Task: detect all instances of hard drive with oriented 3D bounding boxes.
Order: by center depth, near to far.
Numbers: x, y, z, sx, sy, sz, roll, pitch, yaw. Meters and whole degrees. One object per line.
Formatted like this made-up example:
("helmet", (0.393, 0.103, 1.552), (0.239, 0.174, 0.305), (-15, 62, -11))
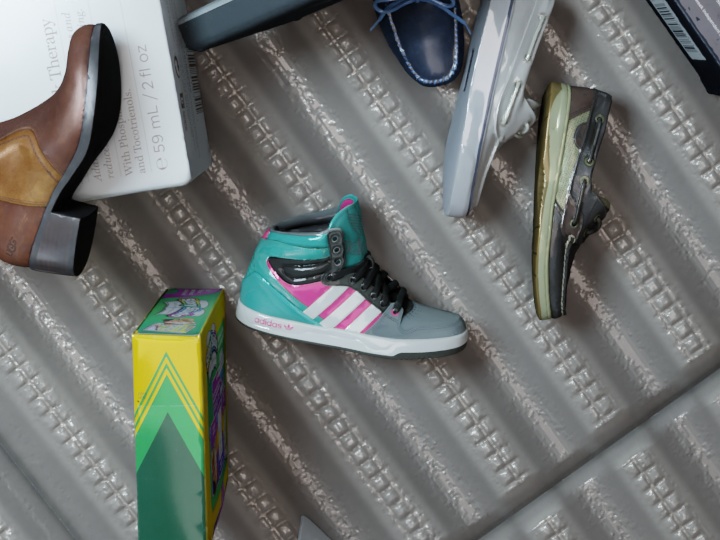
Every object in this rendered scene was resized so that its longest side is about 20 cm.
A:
("hard drive", (-0.027, -0.221, 1.111), (0.199, 0.139, 0.033), (-15, 100, 41))

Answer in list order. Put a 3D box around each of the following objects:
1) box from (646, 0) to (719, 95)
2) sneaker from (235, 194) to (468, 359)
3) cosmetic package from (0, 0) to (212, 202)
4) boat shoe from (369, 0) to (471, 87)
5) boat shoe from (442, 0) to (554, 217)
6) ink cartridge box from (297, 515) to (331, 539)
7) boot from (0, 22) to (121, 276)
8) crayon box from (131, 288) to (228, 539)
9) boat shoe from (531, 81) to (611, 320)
("box", (0.334, -0.258, 1.175), (0.200, 0.104, 0.148), (-36, 97, 4))
("sneaker", (0.000, 0.000, 1.225), (0.199, 0.084, 0.121), (9, 108, -1))
("cosmetic package", (-0.234, -0.141, 1.154), (0.199, 0.166, 0.168), (-9, 99, 2))
("boat shoe", (0.035, -0.246, 1.190), (0.084, 0.069, 0.201), (-20, 99, 2))
("boat shoe", (0.115, -0.139, 1.211), (0.065, 0.072, 0.201), (11, 95, -7))
("ink cartridge box", (-0.003, 0.317, 1.255), (0.200, 0.116, 0.067), (45, 97, -6))
("boot", (-0.282, -0.105, 1.056), (0.199, 0.069, 0.189), (14, 108, 4))
("crayon box", (-0.143, 0.116, 1.177), (0.058, 0.200, 0.174), (-1, 99, 0))
("boat shoe", (0.178, -0.056, 1.220), (0.064, 0.073, 0.201), (3, 99, 4))
